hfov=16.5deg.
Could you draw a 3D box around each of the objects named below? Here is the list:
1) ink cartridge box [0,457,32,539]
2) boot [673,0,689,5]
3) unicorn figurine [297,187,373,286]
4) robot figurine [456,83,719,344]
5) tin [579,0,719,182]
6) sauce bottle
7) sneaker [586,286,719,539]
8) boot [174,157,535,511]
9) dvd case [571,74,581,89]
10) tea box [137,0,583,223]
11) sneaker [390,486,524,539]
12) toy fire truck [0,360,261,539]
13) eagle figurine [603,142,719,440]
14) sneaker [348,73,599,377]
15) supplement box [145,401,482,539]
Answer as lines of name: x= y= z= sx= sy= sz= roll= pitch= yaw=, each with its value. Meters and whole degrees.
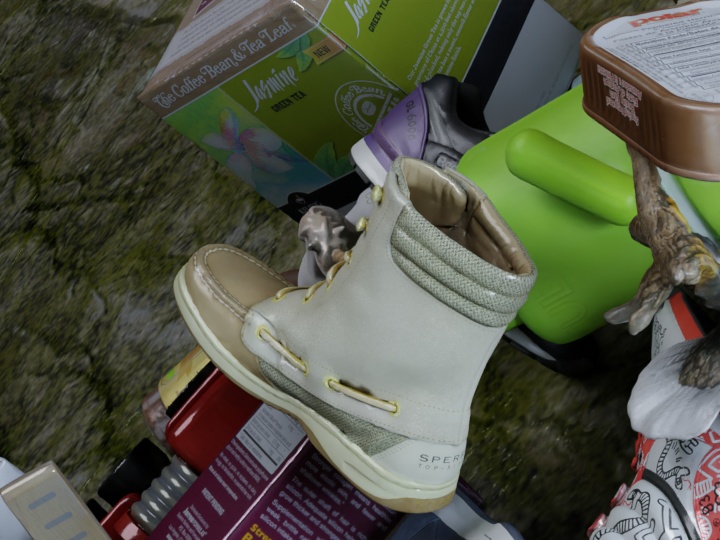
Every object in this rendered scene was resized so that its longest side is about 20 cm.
ink cartridge box: x=-0.259 y=0.205 z=1.638 sx=0.145 sy=0.145 sz=0.200 roll=-54 pitch=26 yaw=-12
boot: x=0.198 y=-0.156 z=1.399 sx=0.155 sy=0.072 sz=0.200 roll=-58 pitch=25 yaw=-13
unicorn figurine: x=0.000 y=0.000 z=1.487 sx=0.073 sy=0.138 sz=0.200 roll=5 pitch=33 yaw=15
robot figurine: x=0.129 y=-0.039 z=1.291 sx=0.199 sy=0.116 sz=0.175 roll=-30 pitch=-7 yaw=18
tin: x=0.171 y=-0.087 z=1.144 sx=0.111 sy=0.042 sz=0.200 roll=-9 pitch=20 yaw=-13
sauce bottle: x=-0.055 y=0.045 z=1.628 sx=0.200 sy=0.065 sz=0.065 roll=-41 pitch=25 yaw=13
sneaker: x=0.150 y=0.091 z=1.209 sx=0.108 sy=0.067 sz=0.202 roll=-41 pitch=28 yaw=12
boot: x=-0.004 y=0.006 z=1.259 sx=0.200 sy=0.072 sz=0.155 roll=40 pitch=124 yaw=31
dvd case: x=0.183 y=-0.089 z=1.470 sx=0.146 sy=0.022 sz=0.201 roll=-35 pitch=29 yaw=29
tea box: x=0.000 y=-0.131 z=1.604 sx=0.200 sy=0.196 sz=0.134 roll=-25 pitch=33 yaw=54
sneaker: x=0.032 y=0.188 z=1.237 sx=0.146 sy=0.077 sz=0.202 roll=-40 pitch=14 yaw=-8
toy fire truck: x=-0.120 y=0.132 z=1.444 sx=0.176 sy=0.129 sz=0.200 roll=-48 pitch=-1 yaw=0
eagle figurine: x=0.222 y=0.008 z=1.123 sx=0.151 sy=0.199 sz=0.153 roll=138 pitch=141 yaw=-69
sneaker: x=0.079 y=-0.032 z=1.396 sx=0.088 sy=0.076 sz=0.200 roll=-46 pitch=63 yaw=12
supplement box: x=-0.044 y=0.160 z=1.382 sx=0.200 sy=0.110 sz=0.086 roll=-50 pitch=24 yaw=-2
